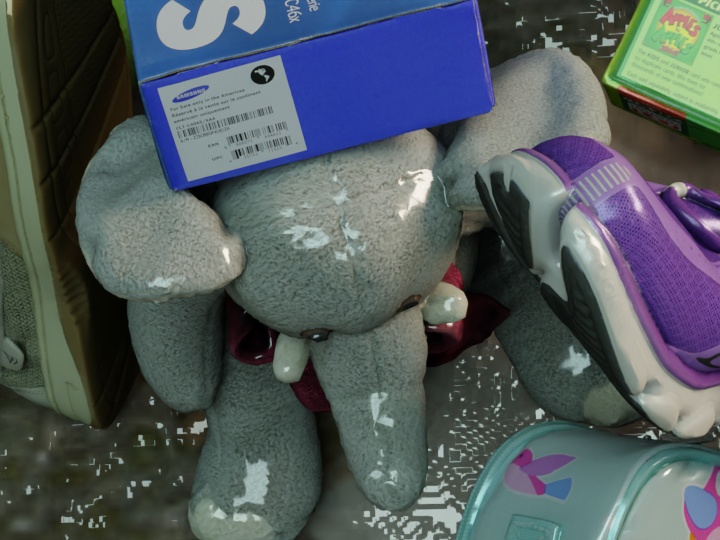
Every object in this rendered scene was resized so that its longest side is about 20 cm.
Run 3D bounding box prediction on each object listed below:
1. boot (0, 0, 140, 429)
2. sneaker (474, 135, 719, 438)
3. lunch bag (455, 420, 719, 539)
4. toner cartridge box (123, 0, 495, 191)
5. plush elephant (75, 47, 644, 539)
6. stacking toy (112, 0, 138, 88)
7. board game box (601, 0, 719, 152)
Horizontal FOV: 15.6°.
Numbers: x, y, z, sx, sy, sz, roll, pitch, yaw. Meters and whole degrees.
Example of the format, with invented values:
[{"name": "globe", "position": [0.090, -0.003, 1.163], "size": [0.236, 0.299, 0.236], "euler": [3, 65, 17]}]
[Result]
[{"name": "boot", "position": [-0.151, -0.037, 0.836], "size": [0.154, 0.200, 0.072], "euler": [13, 50, 14]}, {"name": "sneaker", "position": [0.103, -0.004, 0.707], "size": [0.083, 0.200, 0.081], "euler": [-46, 57, 16]}, {"name": "lunch bag", "position": [0.082, 0.144, 0.777], "size": [0.077, 0.160, 0.201], "euler": [6, 79, 55]}, {"name": "toner cartridge box", "position": [-0.028, -0.114, 0.774], "size": [0.095, 0.043, 0.200], "euler": [-14, 44, -1]}, {"name": "plush elephant", "position": [0.000, 0.000, 0.786], "size": [0.164, 0.155, 0.201], "euler": [-13, 105, 6]}, {"name": "stacking toy", "position": [-0.075, -0.098, 0.878], "size": [0.199, 0.110, 0.116], "euler": [18, 68, 0]}, {"name": "board game box", "position": [0.183, -0.057, 0.771], "size": [0.199, 0.048, 0.102], "euler": [25, 89, 10]}]
